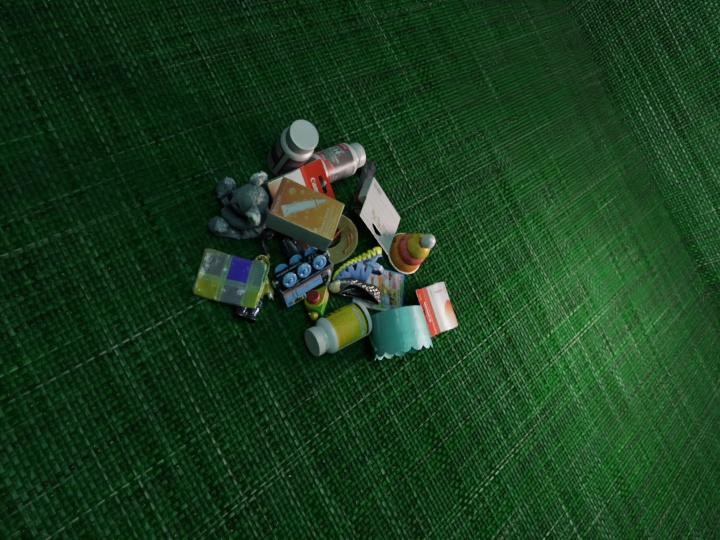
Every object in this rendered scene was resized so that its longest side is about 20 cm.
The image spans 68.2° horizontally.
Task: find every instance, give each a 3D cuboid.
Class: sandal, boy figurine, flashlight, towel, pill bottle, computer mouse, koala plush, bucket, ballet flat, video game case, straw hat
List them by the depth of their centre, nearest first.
[{"bbox_3d":[-0.371,0.023,1.514,0.194,0.023,0.147,16,67,1],"label":"towel"},{"bbox_3d":[-0.324,-0.191,1.539,0.180,0.199,0.183,16,68,-25],"label":"koala plush"},{"bbox_3d":[-0.307,0.050,1.561,0.122,0.064,0.205,22,68,-16],"label":"boy figurine"},{"bbox_3d":[-0.219,-0.060,1.610,0.139,0.046,0.204,-34,121,-24],"label":"computer mouse"},{"bbox_3d":[-0.069,0.182,1.631,0.197,0.112,0.115,-23,88,-33],"label":"pill bottle"},{"bbox_3d":[-0.211,-0.377,1.656,0.111,0.199,0.118,8,72,-27],"label":"pill bottle"},{"bbox_3d":[0.123,0.198,1.690,0.202,0.206,0.139,-3,75,-30],"label":"bucket"},{"bbox_3d":[-0.013,0.066,1.695,0.196,0.067,0.058,11,46,-32],"label":"ballet flat"},{"bbox_3d":[-0.110,-0.117,1.706,0.197,0.203,0.086,26,23,-20],"label":"straw hat"},{"bbox_3d":[0.000,0.000,1.723,0.196,0.080,0.089,-27,82,-15],"label":"sandal"},{"bbox_3d":[-0.079,-0.360,1.781,0.197,0.110,0.113,-28,90,-33],"label":"pill bottle"},{"bbox_3d":[0.060,0.063,1.795,0.195,0.018,0.147,14,69,-26],"label":"video game case"},{"bbox_3d":[0.014,-0.282,1.844,0.066,0.068,0.205,22,62,-17],"label":"flashlight"}]

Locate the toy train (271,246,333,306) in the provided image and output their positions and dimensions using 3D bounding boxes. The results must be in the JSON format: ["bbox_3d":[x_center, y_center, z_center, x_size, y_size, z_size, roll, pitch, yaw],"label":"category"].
[{"bbox_3d":[-0.172,0.014,1.597,0.197,0.086,0.116,-31,131,-18],"label":"toy train"}]

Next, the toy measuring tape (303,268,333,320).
[{"bbox_3d":[-0.134,0.065,1.662,0.072,0.073,0.204,27,52,-20],"label":"toy measuring tape"}]

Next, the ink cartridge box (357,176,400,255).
[{"bbox_3d":[0.055,-0.179,1.790,0.201,0.043,0.177,51,46,-37],"label":"ink cartridge box"}]

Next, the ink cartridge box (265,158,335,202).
[{"bbox_3d":[-0.179,-0.234,1.661,0.196,0.050,0.166,-25,111,-11],"label":"ink cartridge box"}]

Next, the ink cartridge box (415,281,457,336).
[{"bbox_3d":[0.262,0.128,1.813,0.199,0.049,0.167,-5,76,-66],"label":"ink cartridge box"}]

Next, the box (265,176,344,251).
[{"bbox_3d":[-0.163,-0.162,1.547,0.195,0.097,0.127,22,67,-11],"label":"box"}]

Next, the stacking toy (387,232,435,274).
[{"bbox_3d":[0.192,-0.081,1.804,0.142,0.199,0.151,9,71,-27],"label":"stacking toy"}]
